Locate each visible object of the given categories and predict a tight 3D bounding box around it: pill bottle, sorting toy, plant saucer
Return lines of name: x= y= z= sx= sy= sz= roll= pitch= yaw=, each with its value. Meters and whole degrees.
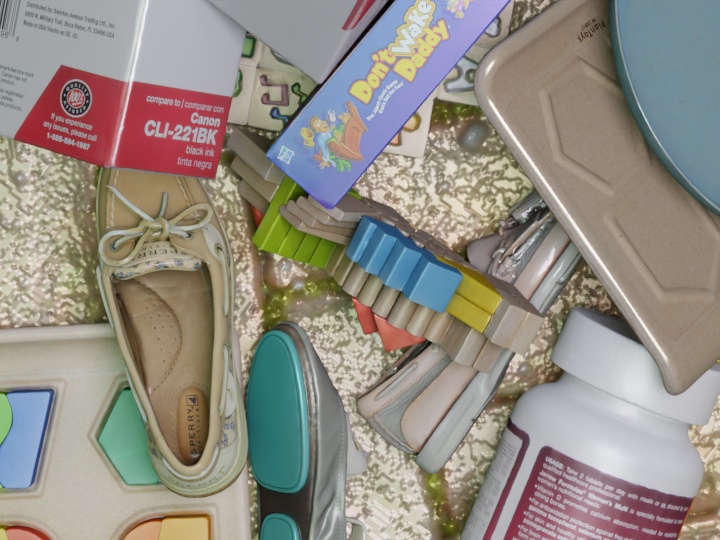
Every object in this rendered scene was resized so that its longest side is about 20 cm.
pill bottle: x=0.118 y=0.129 z=1.461 sx=0.109 sy=0.110 sz=0.201 roll=22 pitch=96 yaw=-1
sorting toy: x=0.157 y=-0.059 z=1.422 sx=0.036 sy=0.185 sz=0.200 roll=-24 pitch=100 yaw=48
sorting toy: x=-0.154 y=0.130 z=1.502 sx=0.184 sy=0.036 sz=0.201 roll=-3 pitch=96 yaw=1
plant saucer: x=0.201 y=-0.109 z=1.422 sx=0.200 sy=0.027 sz=0.201 roll=14 pitch=66 yaw=-33

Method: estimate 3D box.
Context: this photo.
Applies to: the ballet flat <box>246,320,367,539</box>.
ballet flat: x=-0.026 y=0.125 z=1.493 sx=0.064 sy=0.067 sz=0.201 roll=-4 pitch=98 yaw=-36

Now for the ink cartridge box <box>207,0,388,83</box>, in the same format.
ink cartridge box: x=0.019 y=-0.211 z=1.337 sx=0.083 sy=0.145 sz=0.200 roll=36 pitch=65 yaw=1

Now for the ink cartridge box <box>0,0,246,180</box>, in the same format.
ink cartridge box: x=-0.130 y=-0.161 z=1.414 sx=0.144 sy=0.084 sz=0.201 roll=18 pitch=99 yaw=40

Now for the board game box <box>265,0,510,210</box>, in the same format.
board game box: x=0.036 y=-0.130 z=1.407 sx=0.045 sy=0.134 sz=0.200 roll=40 pitch=100 yaw=-4

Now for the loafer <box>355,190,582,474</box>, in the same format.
loafer: x=0.070 y=0.014 z=1.472 sx=0.063 sy=0.072 sz=0.200 roll=33 pitch=99 yaw=5

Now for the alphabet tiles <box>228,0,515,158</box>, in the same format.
alphabet tiles: x=-0.014 y=-0.155 z=1.485 sx=0.199 sy=0.006 sz=0.167 roll=11 pitch=96 yaw=0

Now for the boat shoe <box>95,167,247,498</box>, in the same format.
boat shoe: x=-0.100 y=0.020 z=1.456 sx=0.073 sy=0.063 sz=0.201 roll=-15 pitch=76 yaw=-1

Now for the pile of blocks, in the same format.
pile of blocks: x=0.000 y=0.000 z=1.434 sx=0.200 sy=0.082 sz=0.062 roll=33 pitch=104 yaw=24
